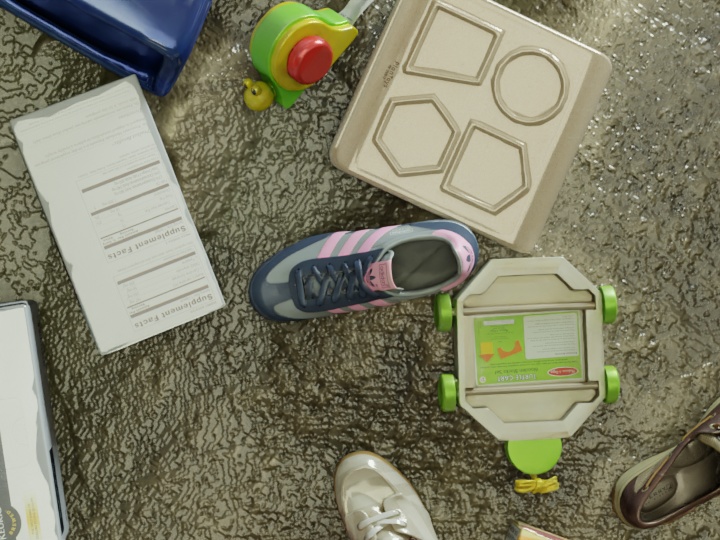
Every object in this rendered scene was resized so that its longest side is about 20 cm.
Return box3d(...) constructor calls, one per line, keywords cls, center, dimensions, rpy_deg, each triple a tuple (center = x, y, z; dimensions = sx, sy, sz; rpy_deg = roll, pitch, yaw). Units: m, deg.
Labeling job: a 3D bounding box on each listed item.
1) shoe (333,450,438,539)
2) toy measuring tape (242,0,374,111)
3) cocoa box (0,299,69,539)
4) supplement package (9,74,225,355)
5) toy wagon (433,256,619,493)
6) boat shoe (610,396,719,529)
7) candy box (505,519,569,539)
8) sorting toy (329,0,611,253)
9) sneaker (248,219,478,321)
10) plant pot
box3d(cls="shoe", center=(0.040, 0.243, 1.677), dimensions=(0.070, 0.053, 0.201), rpy_deg=(-28, 93, -5))
box3d(cls="toy measuring tape", center=(-0.033, -0.216, 1.653), dimensions=(0.074, 0.074, 0.200), rpy_deg=(40, 89, -5))
box3d(cls="cocoa box", center=(-0.315, 0.131, 1.596), dimensions=(0.131, 0.133, 0.201), rpy_deg=(-8, 91, -6))
box3d(cls="supplement package", center=(-0.198, -0.044, 1.617), dimensions=(0.109, 0.114, 0.201), rpy_deg=(-21, 92, -7))
box3d(cls="toy wagon", center=(0.142, 0.090, 1.695), dimensions=(0.155, 0.040, 0.201), rpy_deg=(-2, 92, -6))
box3d(cls="boat shoe", center=(0.308, 0.158, 1.696), dimensions=(0.200, 0.072, 0.072), rpy_deg=(-31, 94, -5))
box3d(cls="candy box", center=(0.151, 0.327, 1.689), dimensions=(0.115, 0.055, 0.201), rpy_deg=(21, 88, -5))
box3d(cls="sorting toy", center=(0.094, -0.136, 1.692), dimensions=(0.199, 0.036, 0.186), rpy_deg=(24, 88, -10))
box3d(cls="sneaker", center=(0.000, 0.000, 1.649), dimensions=(0.199, 0.082, 0.070), rpy_deg=(-16, 98, 4))
box3d(cls="plant pot", center=(-0.194, -0.273, 1.579), dimensions=(0.200, 0.200, 0.180), rpy_deg=(29, 81, -5))
